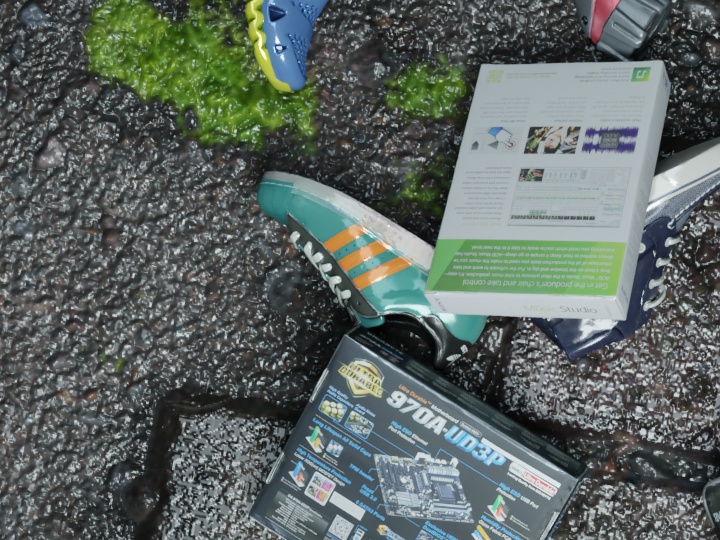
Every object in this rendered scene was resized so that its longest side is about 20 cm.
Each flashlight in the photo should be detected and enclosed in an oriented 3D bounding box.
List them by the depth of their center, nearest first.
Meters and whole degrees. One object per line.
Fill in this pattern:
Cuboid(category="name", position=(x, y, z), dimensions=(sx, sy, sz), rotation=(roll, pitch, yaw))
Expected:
Cuboid(category="flashlight", position=(0.138, -0.231, 1.448), dimensions=(0.199, 0.068, 0.068), rotation=(35, 63, 13))

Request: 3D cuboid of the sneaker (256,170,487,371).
Cuboid(category="sneaker", position=(0.000, 0.000, 1.430), dimensions=(0.199, 0.071, 0.080), rotation=(30, 83, 8))

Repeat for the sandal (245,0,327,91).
Cuboid(category="sandal", position=(-0.043, -0.235, 1.462), dimensions=(0.086, 0.079, 0.202), rotation=(2, 85, 4))

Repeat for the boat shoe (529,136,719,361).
Cuboid(category="boat shoe", position=(0.204, -0.014, 1.416), dimensions=(0.199, 0.075, 0.093), rotation=(-30, 95, 4))

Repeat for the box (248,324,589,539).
Cuboid(category="box", position=(0.040, 0.159, 1.397), dimensions=(0.199, 0.046, 0.160), rotation=(31, 105, 10))

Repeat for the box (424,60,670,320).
Cuboid(category="box", position=(0.135, -0.059, 1.385), dimensions=(0.143, 0.036, 0.201), rotation=(2, 59, 25))

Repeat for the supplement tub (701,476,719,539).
Cuboid(category="supplement tub", position=(0.327, 0.219, 1.340), dimensions=(0.122, 0.123, 0.201), rotation=(-23, 82, 3))
